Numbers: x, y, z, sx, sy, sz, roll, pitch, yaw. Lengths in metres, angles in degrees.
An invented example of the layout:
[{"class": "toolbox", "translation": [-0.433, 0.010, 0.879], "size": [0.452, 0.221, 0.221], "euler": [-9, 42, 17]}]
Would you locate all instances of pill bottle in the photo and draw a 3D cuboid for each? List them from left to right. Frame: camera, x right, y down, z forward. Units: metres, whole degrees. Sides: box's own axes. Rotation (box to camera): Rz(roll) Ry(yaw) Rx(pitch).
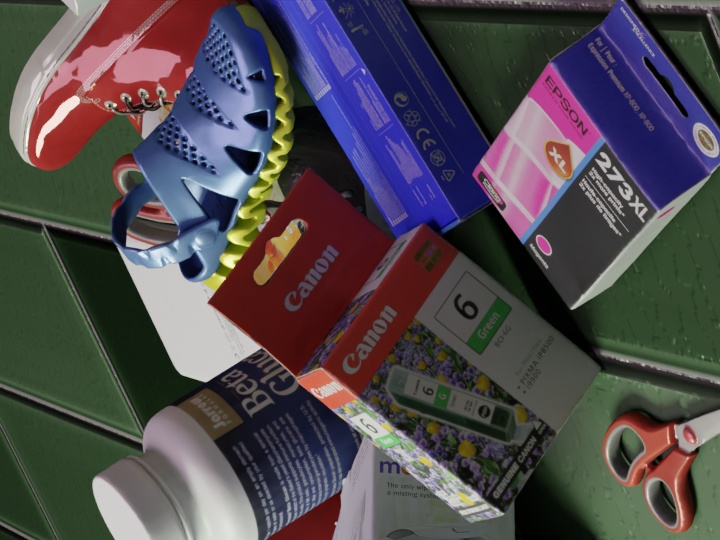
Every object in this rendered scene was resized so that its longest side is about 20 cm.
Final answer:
[{"class": "pill bottle", "translation": [-0.076, 0.122, 1.814], "size": [0.111, 0.200, 0.111], "euler": [46, 155, 29]}]

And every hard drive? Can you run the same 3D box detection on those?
[{"class": "hard drive", "translation": [-0.111, 0.029, 2.005], "size": [0.200, 0.026, 0.132], "euler": [12, 129, 62]}]

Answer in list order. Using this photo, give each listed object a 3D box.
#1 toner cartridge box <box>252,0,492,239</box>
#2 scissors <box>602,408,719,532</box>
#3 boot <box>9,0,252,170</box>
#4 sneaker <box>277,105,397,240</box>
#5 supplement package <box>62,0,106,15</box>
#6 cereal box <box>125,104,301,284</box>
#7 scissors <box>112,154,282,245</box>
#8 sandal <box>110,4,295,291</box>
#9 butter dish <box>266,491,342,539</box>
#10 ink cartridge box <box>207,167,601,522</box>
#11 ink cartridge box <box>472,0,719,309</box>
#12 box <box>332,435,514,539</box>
[{"class": "toner cartridge box", "translation": [0.006, -0.112, 1.544], "size": [0.200, 0.043, 0.095], "euler": [59, 160, 0]}, {"class": "scissors", "translation": [0.173, 0.087, 1.481], "size": [0.073, 0.014, 0.200], "euler": [54, 160, 17]}, {"class": "boot", "translation": [-0.133, -0.108, 1.714], "size": [0.144, 0.072, 0.200], "euler": [48, 121, 18]}, {"class": "sneaker", "translation": [0.000, 0.000, 1.591], "size": [0.075, 0.115, 0.200], "euler": [-33, 97, 30]}, {"class": "supplement package", "translation": [-0.187, -0.273, 1.650], "size": [0.200, 0.117, 0.117], "euler": [44, 153, 33]}, {"class": "cereal box", "translation": [-0.090, -0.084, 1.792], "size": [0.200, 0.039, 0.144], "euler": [52, 156, 17]}, {"class": "scissors", "translation": [-0.069, -0.033, 1.702], "size": [0.200, 0.014, 0.073], "euler": [10, 135, 19]}, {"class": "sandal", "translation": [-0.095, -0.067, 1.601], "size": [0.080, 0.087, 0.200], "euler": [-121, 37, -47]}, {"class": "butter dish", "translation": [-0.025, 0.245, 1.939], "size": [0.199, 0.148, 0.200], "euler": [31, 146, 51]}, {"class": "ink cartridge box", "translation": [0.025, 0.038, 1.524], "size": [0.200, 0.109, 0.050], "euler": [39, 160, -9]}, {"class": "ink cartridge box", "translation": [0.121, -0.056, 1.384], "size": [0.095, 0.037, 0.200], "euler": [55, 156, 9]}, {"class": "box", "translation": [0.034, 0.213, 1.715], "size": [0.200, 0.096, 0.177], "euler": [104, 169, -57]}]
